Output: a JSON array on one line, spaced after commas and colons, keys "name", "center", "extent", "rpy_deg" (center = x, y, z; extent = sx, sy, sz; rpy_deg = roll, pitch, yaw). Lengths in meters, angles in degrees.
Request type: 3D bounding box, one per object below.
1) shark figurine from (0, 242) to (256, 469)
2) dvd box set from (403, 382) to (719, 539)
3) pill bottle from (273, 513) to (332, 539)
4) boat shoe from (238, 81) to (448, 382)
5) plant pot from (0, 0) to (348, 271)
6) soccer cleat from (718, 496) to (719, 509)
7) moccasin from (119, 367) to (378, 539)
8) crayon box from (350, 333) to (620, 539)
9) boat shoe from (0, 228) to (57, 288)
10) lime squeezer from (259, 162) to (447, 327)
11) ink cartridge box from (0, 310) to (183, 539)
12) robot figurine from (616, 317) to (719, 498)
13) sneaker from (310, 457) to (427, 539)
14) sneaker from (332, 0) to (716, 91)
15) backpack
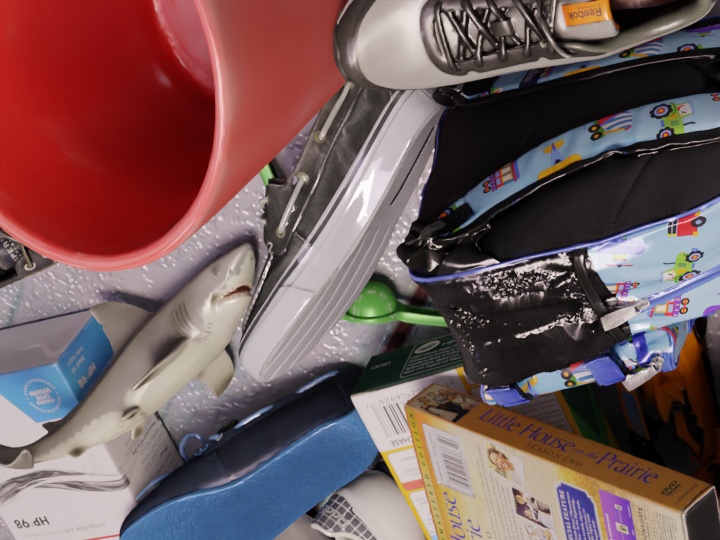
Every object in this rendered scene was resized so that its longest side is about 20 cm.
[{"name": "shark figurine", "center": [-0.159, 0.060, 1.068], "extent": [0.090, 0.214, 0.128], "rpy_deg": [46, 162, 21]}, {"name": "dvd box set", "center": [0.114, 0.151, 0.925], "extent": [0.199, 0.029, 0.147], "rpy_deg": [17, 131, 47]}, {"name": "pill bottle", "center": [-0.063, 0.271, 1.175], "extent": [0.115, 0.117, 0.201], "rpy_deg": [6, 125, 18]}, {"name": "boat shoe", "center": [-0.022, -0.032, 0.972], "extent": [0.071, 0.072, 0.201], "rpy_deg": [36, 104, 18]}, {"name": "plant pot", "center": [-0.098, -0.124, 0.863], "extent": [0.199, 0.177, 0.202], "rpy_deg": [13, 117, 28]}, {"name": "soccer cleat", "center": [0.198, 0.167, 0.937], "extent": [0.086, 0.070, 0.200], "rpy_deg": [12, 154, 25]}, {"name": "moccasin", "center": [-0.067, 0.131, 1.097], "extent": [0.199, 0.068, 0.081], "rpy_deg": [-27, 126, 17]}, {"name": "crayon box", "center": [0.095, 0.130, 1.030], "extent": [0.125, 0.052, 0.201], "rpy_deg": [-17, 112, 26]}, {"name": "boat shoe", "center": [-0.218, -0.024, 1.067], "extent": [0.199, 0.066, 0.070], "rpy_deg": [-17, 115, 30]}, {"name": "lime squeezer", "center": [0.000, 0.000, 1.026], "extent": [0.199, 0.038, 0.071], "rpy_deg": [34, 96, -3]}, {"name": "ink cartridge box", "center": [-0.191, 0.135, 1.164], "extent": [0.115, 0.067, 0.201], "rpy_deg": [-13, 117, 27]}, {"name": "robot figurine", "center": [0.211, 0.081, 0.974], "extent": [0.144, 0.058, 0.201], "rpy_deg": [-6, 120, 26]}, {"name": "sneaker", "center": [0.024, 0.220, 1.115], "extent": [0.076, 0.080, 0.201], "rpy_deg": [8, 124, 50]}, {"name": "sneaker", "center": [0.081, -0.132, 0.835], "extent": [0.198, 0.080, 0.074], "rpy_deg": [-15, 118, 7]}, {"name": "backpack", "center": [0.137, -0.037, 0.853], "extent": [0.199, 0.183, 0.135], "rpy_deg": [-17, 123, 22]}]
